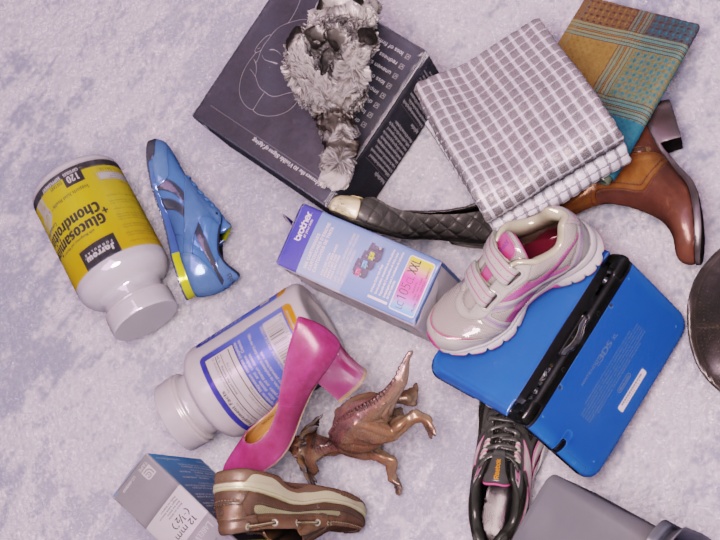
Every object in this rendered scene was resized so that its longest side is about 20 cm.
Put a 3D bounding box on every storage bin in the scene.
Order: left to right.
[{"bbox_3d":[0.230,0.278,1.171,0.134,0.200,0.146,30,89,31],"label":"storage bin"}]

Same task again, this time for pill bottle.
[{"bbox_3d":[-0.290,-0.025,1.422,0.112,0.112,0.201,-34,72,8],"label":"pill bottle"},{"bbox_3d":[-0.122,0.111,1.344,0.199,0.112,0.113,-32,72,9],"label":"pill bottle"}]

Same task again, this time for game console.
[{"bbox_3d":[0.203,0.077,1.260,0.201,0.170,0.118,-55,26,-12],"label":"game console"}]

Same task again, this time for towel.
[{"bbox_3d":[0.159,-0.153,1.266,0.165,0.086,0.201,-33,53,8],"label":"towel"},{"bbox_3d":[0.251,-0.193,1.307,0.146,0.022,0.201,25,77,35],"label":"towel"}]

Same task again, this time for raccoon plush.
[{"bbox_3d":[-0.029,-0.200,1.284,0.096,0.134,0.202,14,116,4],"label":"raccoon plush"}]

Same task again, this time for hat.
[{"bbox_3d":[0.415,0.048,1.213,0.198,0.081,0.203,-2,78,8],"label":"hat"}]

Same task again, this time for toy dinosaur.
[{"bbox_3d":[-0.006,0.164,1.281,0.134,0.201,0.086,7,49,-20],"label":"toy dinosaur"}]

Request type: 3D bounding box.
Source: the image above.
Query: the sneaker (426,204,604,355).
[{"bbox_3d":[0.141,0.001,1.213,0.200,0.088,0.081,-39,50,1],"label":"sneaker"}]

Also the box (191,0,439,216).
[{"bbox_3d":[-0.043,-0.188,1.372,0.199,0.124,0.197,35,89,19],"label":"box"}]

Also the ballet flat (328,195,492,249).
[{"bbox_3d":[0.060,-0.062,1.311,0.198,0.066,0.057,7,99,-20],"label":"ballet flat"}]

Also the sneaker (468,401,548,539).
[{"bbox_3d":[0.149,0.199,1.258,0.079,0.086,0.202,-1,78,15],"label":"sneaker"}]

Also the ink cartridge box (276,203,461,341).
[{"bbox_3d":[0.000,0.000,1.315,0.199,0.136,0.077,22,84,19],"label":"ink cartridge box"}]

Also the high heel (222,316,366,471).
[{"bbox_3d":[-0.093,0.134,1.264,0.200,0.068,0.096,-40,110,22],"label":"high heel"}]

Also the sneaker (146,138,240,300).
[{"bbox_3d":[-0.193,-0.066,1.431,0.078,0.066,0.202,-19,74,0],"label":"sneaker"}]

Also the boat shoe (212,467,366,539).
[{"bbox_3d":[-0.073,0.258,1.258,0.074,0.201,0.076,-20,60,41],"label":"boat shoe"}]

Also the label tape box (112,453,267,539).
[{"bbox_3d":[-0.148,0.282,1.301,0.200,0.143,0.066,41,92,20],"label":"label tape box"}]

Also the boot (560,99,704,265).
[{"bbox_3d":[0.249,-0.071,1.291,0.198,0.068,0.190,-17,75,14],"label":"boot"}]
